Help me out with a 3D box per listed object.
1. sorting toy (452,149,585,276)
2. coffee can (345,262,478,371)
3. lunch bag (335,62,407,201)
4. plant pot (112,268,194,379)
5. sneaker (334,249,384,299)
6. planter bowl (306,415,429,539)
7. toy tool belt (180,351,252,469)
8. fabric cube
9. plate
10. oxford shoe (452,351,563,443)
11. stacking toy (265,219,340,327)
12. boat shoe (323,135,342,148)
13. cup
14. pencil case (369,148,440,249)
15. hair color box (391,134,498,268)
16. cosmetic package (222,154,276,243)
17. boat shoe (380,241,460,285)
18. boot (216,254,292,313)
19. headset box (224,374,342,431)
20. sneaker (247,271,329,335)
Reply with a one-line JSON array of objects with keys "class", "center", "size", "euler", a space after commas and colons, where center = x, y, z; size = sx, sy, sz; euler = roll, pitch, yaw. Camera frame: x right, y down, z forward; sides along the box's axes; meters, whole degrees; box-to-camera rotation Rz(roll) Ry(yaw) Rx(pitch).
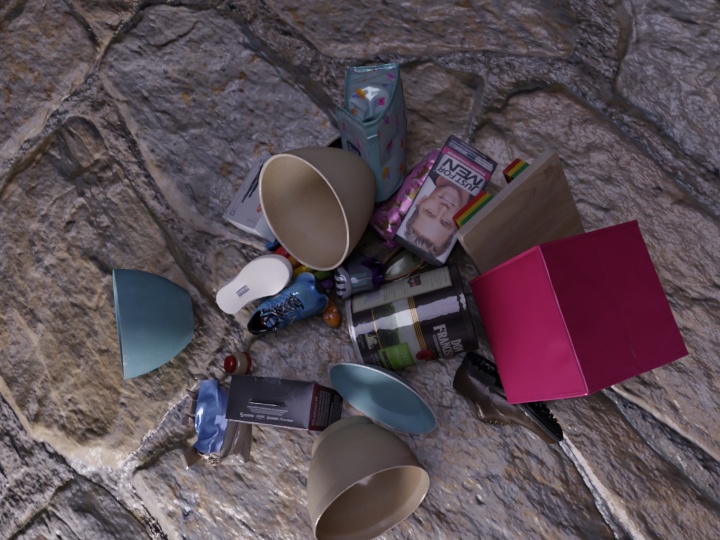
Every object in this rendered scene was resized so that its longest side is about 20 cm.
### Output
[{"class": "sorting toy", "center": [0.260, -0.072, 0.972], "size": [0.199, 0.199, 0.070], "euler": [-41, 39, -2]}, {"class": "coffee can", "center": [0.088, 0.086, 0.988], "size": [0.196, 0.146, 0.150], "euler": [-16, 72, 10]}, {"class": "lunch bag", "center": [0.024, -0.247, 1.044], "size": [0.119, 0.173, 0.203], "euler": [-2, 46, 8]}, {"class": "plant pot", "center": [-0.393, 0.093, 1.106], "size": [0.132, 0.200, 0.204], "euler": [-6, 69, -25]}, {"class": "sneaker", "center": [0.000, 0.000, 1.028], "size": [0.085, 0.201, 0.076], "euler": [-7, 109, 1]}, {"class": "planter bowl", "center": [-0.005, 0.326, 0.937], "size": [0.199, 0.201, 0.135], "euler": [-37, 45, 2]}, {"class": "toy tool belt", "center": [-0.257, 0.243, 1.030], "size": [0.123, 0.121, 0.205], "euler": [-16, 69, 45]}, {"class": "fabric cube", "center": [0.313, 0.067, 0.863], "size": [0.196, 0.196, 0.204], "euler": [-13, 78, -21]}, {"class": "plate", "center": [0.038, 0.203, 0.952], "size": [0.196, 0.202, 0.026], "euler": [19, 57, 19]}, {"class": "oxford shoe", "center": [0.241, 0.226, 0.961], "size": [0.198, 0.072, 0.086], "euler": [35, 110, 17]}, {"class": "stacking toy", "center": [-0.088, 0.015, 1.090], "size": [0.108, 0.116, 0.203], "euler": [-26, 84, 12]}, {"class": "boat shoe", "center": [-0.089, -0.188, 1.153], "size": [0.200, 0.060, 0.072], "euler": [-44, 70, 0]}, {"class": "cup", "center": [-0.052, -0.123, 0.971], "size": [0.199, 0.203, 0.143], "euler": [36, 48, 21]}, {"class": "pencil case", "center": [0.099, -0.131, 1.079], "size": [0.200, 0.087, 0.083], "euler": [-45, 101, 0]}, {"class": "hair color box", "center": [0.145, -0.118, 1.000], "size": [0.099, 0.061, 0.203], "euler": [29, 82, 0]}, {"class": "cosmetic package", "center": [-0.182, -0.143, 1.113], "size": [0.199, 0.051, 0.153], "euler": [20, 81, 58]}, {"class": "boat shoe", "center": [0.110, -0.035, 1.053], "size": [0.200, 0.074, 0.076], "euler": [-43, 70, 0]}, {"class": "boot", "center": [-0.181, 0.009, 1.069], "size": [0.198, 0.090, 0.074], "euler": [-25, 103, 36]}, {"class": "headset box", "center": [-0.126, 0.226, 0.977], "size": [0.145, 0.200, 0.077], "euler": [3, 74, 14]}, {"class": "sneaker", "center": [-0.133, 0.074, 1.037], "size": [0.199, 0.090, 0.079], "euler": [-31, 98, 41]}]
